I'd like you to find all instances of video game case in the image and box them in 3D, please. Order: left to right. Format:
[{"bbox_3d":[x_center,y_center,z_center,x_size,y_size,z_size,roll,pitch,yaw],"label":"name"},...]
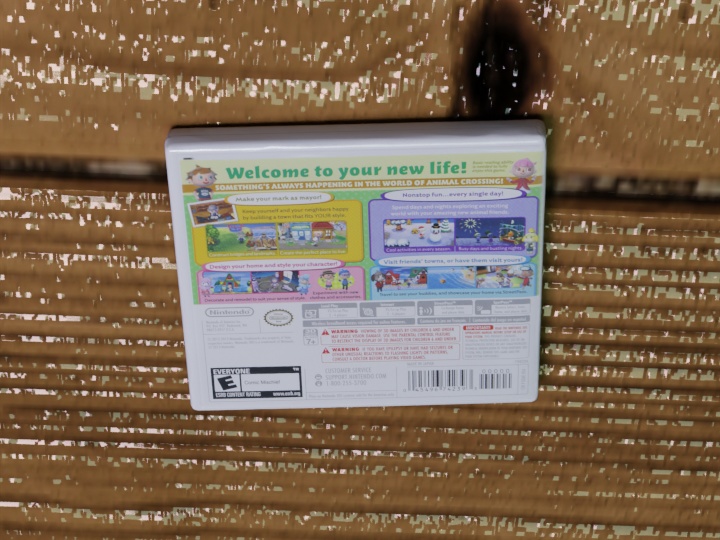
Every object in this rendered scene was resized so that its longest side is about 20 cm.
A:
[{"bbox_3d":[0.000,0.000,1.126,0.198,0.022,0.183,-1,128,1],"label":"video game case"}]
